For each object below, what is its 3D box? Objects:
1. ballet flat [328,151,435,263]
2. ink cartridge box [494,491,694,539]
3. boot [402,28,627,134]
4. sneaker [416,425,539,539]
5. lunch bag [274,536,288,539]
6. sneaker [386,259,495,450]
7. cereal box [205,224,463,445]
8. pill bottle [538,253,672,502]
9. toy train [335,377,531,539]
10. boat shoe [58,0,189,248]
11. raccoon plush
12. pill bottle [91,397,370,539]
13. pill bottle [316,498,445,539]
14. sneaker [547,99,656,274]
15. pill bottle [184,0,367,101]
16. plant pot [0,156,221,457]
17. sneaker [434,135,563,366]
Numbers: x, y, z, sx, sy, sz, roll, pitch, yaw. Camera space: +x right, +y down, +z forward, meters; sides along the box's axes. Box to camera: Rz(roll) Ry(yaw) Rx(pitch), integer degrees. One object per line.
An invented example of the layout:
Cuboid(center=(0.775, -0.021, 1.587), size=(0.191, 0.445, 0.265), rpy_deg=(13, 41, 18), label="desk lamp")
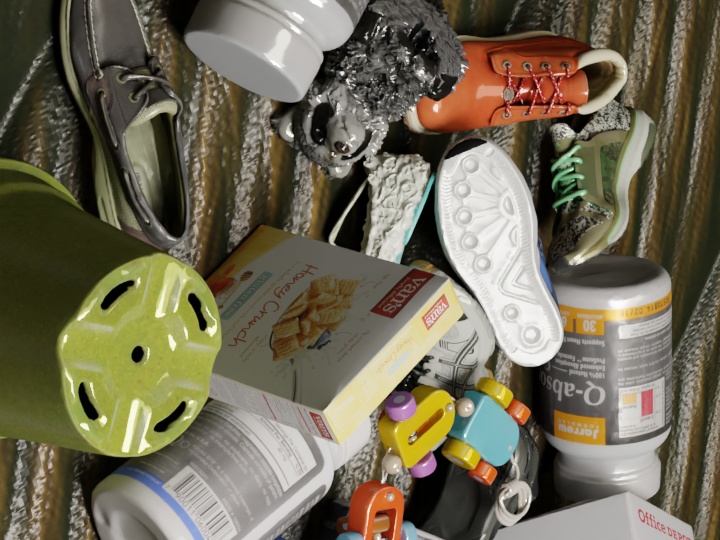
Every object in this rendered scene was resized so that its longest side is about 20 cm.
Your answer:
Cuboid(center=(0.000, 0.000, 1.752), size=(0.072, 0.072, 0.201), rpy_deg=(26, 79, -46), label="ballet flat")
Cuboid(center=(0.210, 0.314, 1.914), size=(0.147, 0.145, 0.201), rpy_deg=(31, 46, -53), label="ink cartridge box")
Cuboid(center=(0.124, -0.151, 1.801), size=(0.199, 0.107, 0.075), rpy_deg=(-20, 116, -39), label="boot")
Cuboid(center=(0.092, 0.213, 1.884), size=(0.200, 0.076, 0.114), rpy_deg=(-65, 158, 10), label="sneaker")
Cuboid(center=(-0.081, 0.301, 1.673), size=(0.082, 0.160, 0.201), rpy_deg=(46, 67, -42), label="lunch bag")
Cuboid(center=(0.057, 0.077, 1.792), size=(0.088, 0.076, 0.200), rpy_deg=(-40, 143, -19), label="sneaker")
Cuboid(center=(-0.043, 0.042, 1.612), size=(0.144, 0.199, 0.040), rpy_deg=(-46, 130, -27), label="cereal box")
Cuboid(center=(0.213, 0.095, 1.949), size=(0.116, 0.116, 0.201), rpy_deg=(-18, 113, -41), label="pill bottle")
Cuboid(center=(0.049, 0.156, 1.736), size=(0.199, 0.055, 0.151), rpy_deg=(-11, 109, -43), label="toy train")
Cuboid(center=(-0.153, -0.111, 1.541), size=(0.072, 0.066, 0.202), rpy_deg=(-21, 106, -45), label="boat shoe")
Cuboid(center=(0.015, -0.152, 1.720), size=(0.097, 0.134, 0.200), rpy_deg=(45, 32, -5), label="raccoon plush")
Cuboid(center=(-0.091, 0.148, 1.655), size=(0.200, 0.113, 0.114), rpy_deg=(-38, 125, -33), label="pill bottle")
Cuboid(center=(-0.009, 0.292, 1.782), size=(0.106, 0.106, 0.201), rpy_deg=(28, 81, -46), label="pill bottle")
Cuboid(center=(0.182, -0.081, 1.897), size=(0.089, 0.077, 0.201), rpy_deg=(41, 47, -22), label="sneaker")
Cuboid(center=(-0.038, -0.229, 1.596), size=(0.114, 0.113, 0.201), rpy_deg=(40, 71, -44), label="pill bottle")
Cuboid(center=(-0.196, 0.039, 1.466), size=(0.200, 0.184, 0.202), rpy_deg=(-15, 112, -43), label="plant pot")
Cuboid(center=(0.105, -0.025, 1.823), size=(0.080, 0.147, 0.201), rpy_deg=(-21, 105, 1), label="sneaker")
